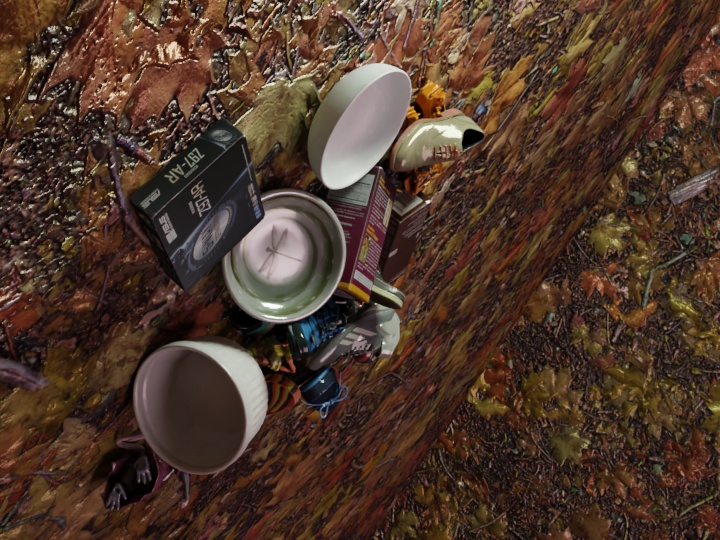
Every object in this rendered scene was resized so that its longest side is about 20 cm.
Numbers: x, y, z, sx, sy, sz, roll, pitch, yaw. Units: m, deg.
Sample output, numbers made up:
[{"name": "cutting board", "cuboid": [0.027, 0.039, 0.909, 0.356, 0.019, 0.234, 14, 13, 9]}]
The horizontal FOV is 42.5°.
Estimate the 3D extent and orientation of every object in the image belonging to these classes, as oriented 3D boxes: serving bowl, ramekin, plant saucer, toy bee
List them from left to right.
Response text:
[{"name": "ramekin", "cuboid": [-0.233, 0.194, 1.400, 0.202, 0.199, 0.105, -60, 167, 23]}, {"name": "toy bee", "cuboid": [-0.203, 0.219, 1.518, 0.199, 0.109, 0.131, -35, -175, -4]}, {"name": "plant saucer", "cuboid": [-0.119, -0.024, 1.385, 0.197, 0.050, 0.203, -6, 104, -24]}, {"name": "serving bowl", "cuboid": [-0.012, -0.221, 1.362, 0.200, 0.066, 0.201, -43, 158, -22]}]

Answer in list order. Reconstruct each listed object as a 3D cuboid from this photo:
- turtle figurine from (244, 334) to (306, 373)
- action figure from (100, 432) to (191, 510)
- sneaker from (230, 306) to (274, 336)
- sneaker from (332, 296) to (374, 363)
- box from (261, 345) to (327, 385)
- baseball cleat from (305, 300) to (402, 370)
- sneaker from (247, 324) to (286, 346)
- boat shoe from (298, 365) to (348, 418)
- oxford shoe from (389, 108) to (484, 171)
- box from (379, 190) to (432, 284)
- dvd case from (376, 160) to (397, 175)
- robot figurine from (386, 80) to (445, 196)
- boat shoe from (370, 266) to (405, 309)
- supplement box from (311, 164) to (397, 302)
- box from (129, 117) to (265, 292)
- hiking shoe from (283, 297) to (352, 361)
[{"name": "turtle figurine", "cuboid": [-0.168, 0.138, 1.508, 0.159, 0.065, 0.200, -7, 178, -3]}, {"name": "action figure", "cuboid": [-0.355, 0.325, 1.539, 0.200, 0.132, 0.151, -17, 100, -77]}, {"name": "sneaker", "cuboid": [-0.136, 0.026, 1.499, 0.201, 0.071, 0.080, -54, 164, 8]}, {"name": "sneaker", "cuboid": [-0.031, 0.073, 1.656, 0.070, 0.203, 0.098, -28, 160, 24]}, {"name": "box", "cuboid": [-0.132, 0.181, 1.692, 0.158, 0.046, 0.199, -23, -174, 46]}, {"name": "baseball cleat", "cuboid": [-0.001, 0.124, 1.571, 0.200, 0.107, 0.070, -41, 179, -30]}, {"name": "sneaker", "cuboid": [-0.113, 0.086, 1.640, 0.199, 0.077, 0.112, -30, 161, -32]}, {"name": "boat shoe", "cuboid": [-0.056, 0.208, 1.611, 0.084, 0.069, 0.200, -36, 175, 3]}, {"name": "oxford shoe", "cuboid": [0.127, -0.207, 1.509, 0.199, 0.074, 0.071, -35, 144, -35]}, {"name": "box", "cuboid": [0.054, -0.058, 1.719, 0.100, 0.075, 0.201, -36, 157, -38]}, {"name": "dvd case", "cuboid": [0.029, -0.119, 1.693, 0.142, 0.017, 0.202, -28, 150, -48]}, {"name": "robot figurine", "cuboid": [0.099, -0.215, 1.594, 0.145, 0.058, 0.202, -40, 147, -28]}, {"name": "boat shoe", "cuboid": [0.000, 0.000, 1.581, 0.066, 0.199, 0.072, -56, 146, -12]}, {"name": "supplement box", "cuboid": [-0.015, -0.062, 1.489, 0.110, 0.084, 0.203, 37, 66, -69]}, {"name": "box", "cuboid": [-0.205, -0.081, 1.207, 0.160, 0.043, 0.201, -45, 159, -19]}, {"name": "hiking shoe", "cuboid": [-0.067, 0.080, 1.463, 0.200, 0.085, 0.075, -68, 145, -71]}]
